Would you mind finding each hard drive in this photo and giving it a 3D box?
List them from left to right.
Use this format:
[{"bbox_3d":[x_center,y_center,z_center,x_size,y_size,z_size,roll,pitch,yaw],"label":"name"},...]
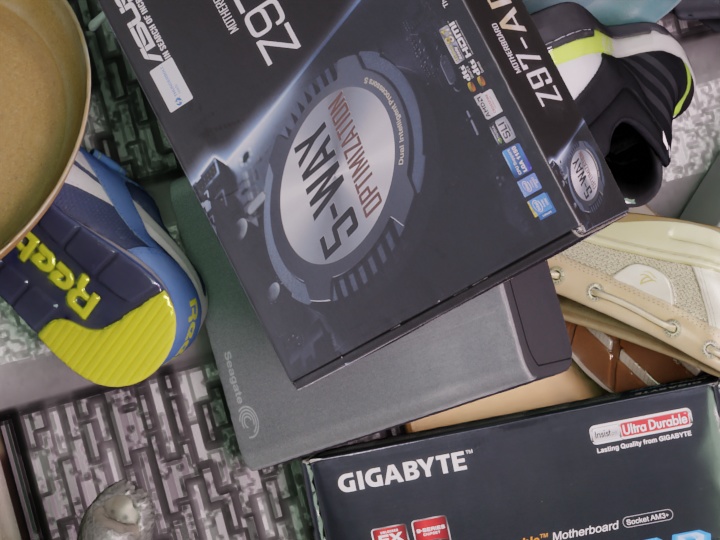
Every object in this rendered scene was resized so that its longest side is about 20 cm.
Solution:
[{"bbox_3d":[0.000,0.000,1.287,0.033,0.200,0.140,-12,83,-41],"label":"hard drive"}]

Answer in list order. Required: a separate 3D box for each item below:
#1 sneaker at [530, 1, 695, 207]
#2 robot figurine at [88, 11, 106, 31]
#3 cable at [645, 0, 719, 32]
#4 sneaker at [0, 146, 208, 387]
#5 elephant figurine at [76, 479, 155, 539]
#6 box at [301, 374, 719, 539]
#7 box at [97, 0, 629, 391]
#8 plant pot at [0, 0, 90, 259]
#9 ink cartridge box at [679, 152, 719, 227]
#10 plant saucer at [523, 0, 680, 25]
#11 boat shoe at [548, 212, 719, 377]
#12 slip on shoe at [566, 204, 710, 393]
[{"bbox_3d":[0.106,-0.062,1.307,0.071,0.200,0.083,-28,78,22],"label":"sneaker"},{"bbox_3d":[-0.036,-0.167,1.302,0.199,0.170,0.113,-20,126,23],"label":"robot figurine"},{"bbox_3d":[0.211,-0.199,1.348,0.051,0.162,0.201,37,67,-50],"label":"cable"},{"bbox_3d":[-0.146,-0.029,1.332,0.074,0.082,0.200,-46,78,21],"label":"sneaker"},{"bbox_3d":[-0.128,0.214,1.303,0.154,0.141,0.201,-11,64,32],"label":"elephant figurine"},{"bbox_3d":[0.086,0.144,1.343,0.199,0.046,0.160,-11,91,11],"label":"box"},{"bbox_3d":[-0.005,-0.075,1.190,0.160,0.043,0.201,-28,87,34],"label":"box"},{"bbox_3d":[-0.209,-0.059,1.276,0.199,0.028,0.201,-6,59,10],"label":"plant pot"},{"bbox_3d":[0.262,-0.060,1.378,0.146,0.083,0.201,32,87,-6],"label":"ink cartridge box"},{"bbox_3d":[0.050,-0.109,1.295,0.199,0.200,0.028,-16,78,-8],"label":"plant saucer"},{"bbox_3d":[0.084,0.005,1.329,0.199,0.073,0.063,9,77,16],"label":"boat shoe"},{"bbox_3d":[0.158,0.037,1.380,0.200,0.061,0.076,45,113,11],"label":"slip on shoe"}]
